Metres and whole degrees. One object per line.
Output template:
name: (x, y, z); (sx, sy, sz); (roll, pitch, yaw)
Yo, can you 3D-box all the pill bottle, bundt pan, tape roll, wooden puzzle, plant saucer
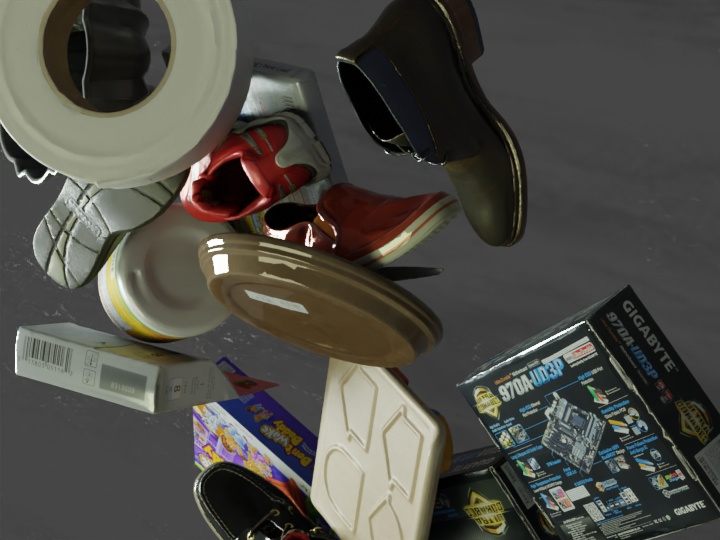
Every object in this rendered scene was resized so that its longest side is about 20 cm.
pill bottle: (-0.170, 0.006, 1.618); (0.112, 0.111, 0.200); (57, 165, -5)
bundt pan: (-0.234, -0.172, 1.524); (0.201, 0.075, 0.205); (1, 91, 56)
tape roll: (-0.181, -0.165, 1.382); (0.203, 0.202, 0.071); (53, -174, 3)
wooden puzzle: (0.021, 0.158, 1.509); (0.200, 0.046, 0.187); (-130, 42, -51)
plant saucer: (-0.034, 0.027, 1.400); (0.198, 0.030, 0.200); (19, 163, 6)

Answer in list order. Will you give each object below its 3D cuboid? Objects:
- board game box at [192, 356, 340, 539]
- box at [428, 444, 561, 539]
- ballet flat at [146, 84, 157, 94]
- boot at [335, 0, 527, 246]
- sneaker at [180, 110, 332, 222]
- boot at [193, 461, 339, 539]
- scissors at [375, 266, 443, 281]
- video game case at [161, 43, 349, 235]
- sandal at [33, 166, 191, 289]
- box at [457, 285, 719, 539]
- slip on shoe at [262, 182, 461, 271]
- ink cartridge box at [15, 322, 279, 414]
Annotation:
board game box: (-0.078, 0.192, 1.757); (0.199, 0.045, 0.135); (38, 147, 27)
box: (0.112, 0.225, 1.508); (0.160, 0.046, 0.200); (58, 150, -5)
ballet flat: (-0.205, -0.119, 1.626); (0.063, 0.069, 0.199); (35, 162, -24)
boot: (0.046, -0.087, 1.232); (0.074, 0.097, 0.202); (12, 130, 50)
sneaker: (-0.103, -0.073, 1.435); (0.077, 0.085, 0.199); (59, 151, -7)
boot: (-0.066, 0.244, 1.632); (0.200, 0.073, 0.151); (49, 168, 3)
scissors: (0.000, 0.000, 1.432); (0.074, 0.014, 0.200); (58, 152, 0)
video game case: (-0.071, -0.082, 1.489); (0.181, 0.022, 0.202); (18, 135, 47)
sandal: (-0.199, -0.059, 1.486); (0.080, 0.057, 0.201); (53, 133, 2)
box: (0.168, 0.112, 1.294); (0.160, 0.046, 0.200); (55, 151, 0)
slip on shoe: (-0.005, -0.034, 1.374); (0.199, 0.074, 0.062); (-9, 110, 50)
ink cartridge box: (-0.186, 0.080, 1.658); (0.159, 0.199, 0.048); (12, 100, 29)
